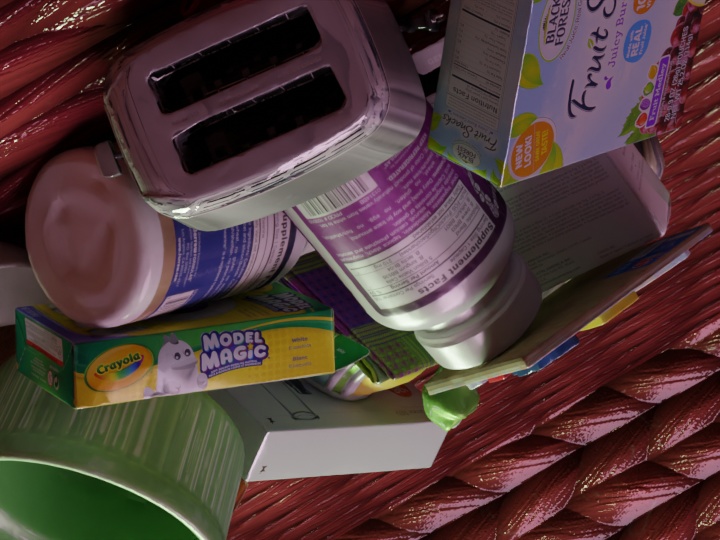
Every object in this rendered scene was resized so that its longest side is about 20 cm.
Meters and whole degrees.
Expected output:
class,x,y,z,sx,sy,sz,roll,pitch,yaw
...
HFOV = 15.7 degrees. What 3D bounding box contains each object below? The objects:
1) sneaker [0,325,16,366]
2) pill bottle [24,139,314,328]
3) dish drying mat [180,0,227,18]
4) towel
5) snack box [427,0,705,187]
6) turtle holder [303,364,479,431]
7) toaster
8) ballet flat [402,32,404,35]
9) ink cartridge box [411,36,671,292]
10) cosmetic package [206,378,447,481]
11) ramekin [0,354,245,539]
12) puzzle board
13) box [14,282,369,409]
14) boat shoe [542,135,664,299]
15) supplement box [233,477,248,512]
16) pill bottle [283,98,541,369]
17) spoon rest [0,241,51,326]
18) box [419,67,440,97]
class,x,y,z,sx,sy,sz,roll,pitch,yaw
sneaker,-0.169,0.062,1.795,0.200,0.071,0.112,-16,139,38
pill bottle,-0.102,-0.036,1.634,0.200,0.111,0.111,-16,162,-48
dish drying mat,-0.006,-0.191,1.454,0.200,0.018,0.077,-22,166,-28
towel,0.000,0.000,1.839,0.144,0.200,0.023,-18,143,-45
snack box,0.129,-0.165,1.517,0.168,0.068,0.200,-18,127,-42
turtle holder,0.017,0.032,1.974,0.132,0.185,0.141,-64,180,22
toaster,-0.048,-0.096,1.454,0.200,0.114,0.129,-22,178,10
ballet flat,-0.005,-0.108,1.711,0.046,0.068,0.200,4,161,-6
ink cartridge box,0.079,-0.071,1.670,0.161,0.200,0.050,-25,-151,25
cosmetic package,-0.050,0.095,2.006,0.200,0.151,0.052,0,125,-46
ramekin,-0.173,0.135,1.746,0.200,0.200,0.098,-49,-160,57
puzzle board,0.131,0.029,1.665,0.151,0.017,0.200,-34,-177,-17
box,-0.105,0.042,1.648,0.200,0.048,0.117,-5,-168,-26
boat shoe,0.124,-0.040,1.772,0.073,0.075,0.200,-2,143,-36
supplement box,-0.185,0.133,1.909,0.069,0.200,0.067,-57,-175,-30
pill bottle,0.025,-0.035,1.606,0.112,0.200,0.112,-29,-150,19
spoon rest,-0.208,0.004,1.674,0.200,0.061,0.099,-22,164,-36
box,0.100,-0.092,1.884,0.148,0.104,0.200,-33,167,13
